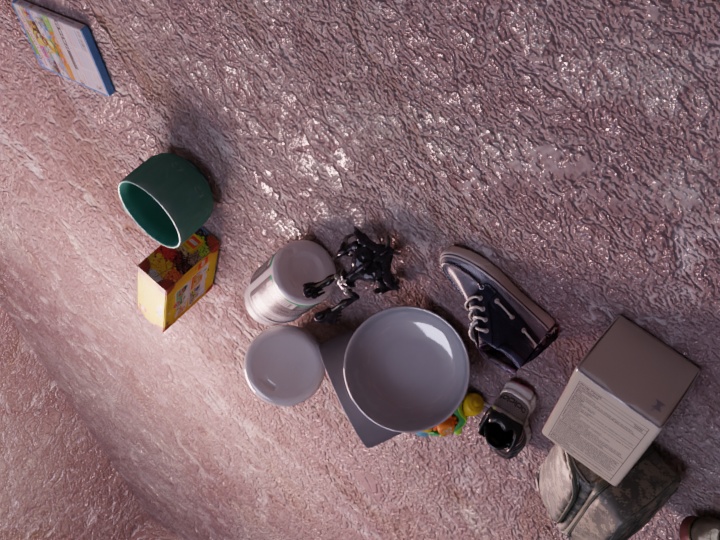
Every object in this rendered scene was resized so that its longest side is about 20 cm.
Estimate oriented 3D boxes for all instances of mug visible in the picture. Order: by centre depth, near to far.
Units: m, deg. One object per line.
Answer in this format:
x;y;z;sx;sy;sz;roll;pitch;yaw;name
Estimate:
-0.348;-0.140;1.866;0.185;0.114;0.152;32;151;24;mug

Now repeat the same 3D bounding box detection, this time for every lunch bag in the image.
0.347;0.313;1.542;0.168;0.139;0.200;50;156;25;lunch bag

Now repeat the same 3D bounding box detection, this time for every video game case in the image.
-0.528;-0.396;1.861;0.200;0.018;0.143;26;148;31;video game case

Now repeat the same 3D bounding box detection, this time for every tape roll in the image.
0.000;0.205;1.816;0.200;0.066;0.200;-25;-90;-88;tape roll

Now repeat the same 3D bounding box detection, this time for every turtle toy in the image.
0.101;0.206;1.750;0.200;0.101;0.146;49;152;-9;turtle toy

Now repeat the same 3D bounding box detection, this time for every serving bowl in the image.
0.077;0.153;1.658;0.200;0.200;0.066;41;-171;7;serving bowl

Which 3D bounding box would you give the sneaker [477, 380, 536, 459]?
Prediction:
0.225;0.255;1.666;0.074;0.087;0.200;33;151;20;sneaker

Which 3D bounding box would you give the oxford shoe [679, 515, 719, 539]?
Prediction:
0.542;0.438;1.512;0.200;0.070;0.075;50;147;-12;oxford shoe

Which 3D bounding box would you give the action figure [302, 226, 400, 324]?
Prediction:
0.000;0.000;1.614;0.200;0.102;0.119;-36;91;36;action figure

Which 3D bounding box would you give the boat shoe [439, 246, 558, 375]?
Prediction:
0.173;0.056;1.456;0.200;0.093;0.075;38;152;11;boat shoe

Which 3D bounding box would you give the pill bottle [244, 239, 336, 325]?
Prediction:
-0.127;0.027;1.799;0.113;0.113;0.200;47;153;-5;pill bottle

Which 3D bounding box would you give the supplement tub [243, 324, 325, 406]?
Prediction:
-0.136;0.172;1.925;0.145;0.145;0.200;44;176;0;supplement tub

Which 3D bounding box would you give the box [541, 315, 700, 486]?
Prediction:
0.338;0.174;1.380;0.128;0.109;0.200;36;151;16;box

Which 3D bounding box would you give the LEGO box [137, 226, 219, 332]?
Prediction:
-0.359;0.012;2.053;0.077;0.149;0.200;40;152;9;LEGO box
